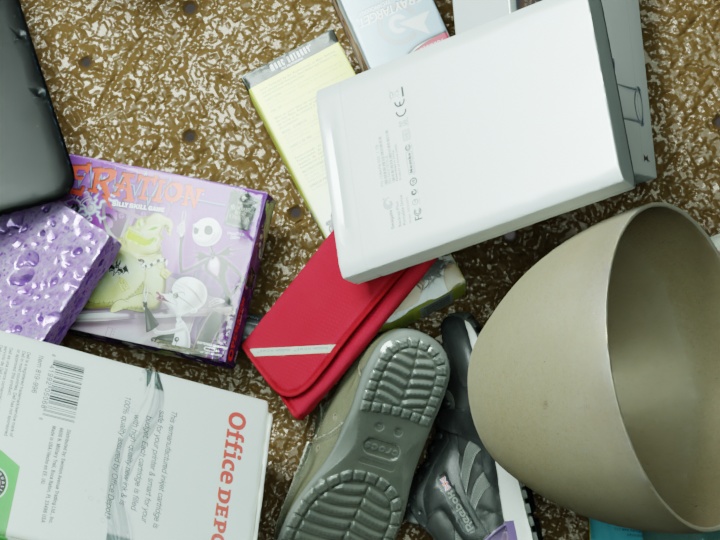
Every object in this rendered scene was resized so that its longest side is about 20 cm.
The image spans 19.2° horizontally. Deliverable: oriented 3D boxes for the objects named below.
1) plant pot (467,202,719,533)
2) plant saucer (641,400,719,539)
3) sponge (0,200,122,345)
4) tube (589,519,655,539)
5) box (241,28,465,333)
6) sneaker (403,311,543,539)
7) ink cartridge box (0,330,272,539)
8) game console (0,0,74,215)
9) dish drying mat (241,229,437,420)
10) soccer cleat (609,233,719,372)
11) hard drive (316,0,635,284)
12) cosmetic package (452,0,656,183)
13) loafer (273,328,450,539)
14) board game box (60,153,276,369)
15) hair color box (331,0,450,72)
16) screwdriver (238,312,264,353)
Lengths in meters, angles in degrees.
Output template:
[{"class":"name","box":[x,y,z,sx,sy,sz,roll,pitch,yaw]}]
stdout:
[{"class":"plant pot","box":[0.146,0.071,1.329,0.134,0.200,0.202,-14,77,34]},{"class":"plant saucer","box":[0.282,0.152,1.389,0.198,0.036,0.202,1,74,-5]},{"class":"sponge","box":[-0.267,-0.025,1.448,0.199,0.030,0.112,33,88,21]},{"class":"tube","box":[0.180,0.219,1.396,0.077,0.050,0.202,8,75,-9]},{"class":"box","box":[-0.004,-0.058,1.454,0.075,0.050,0.201,-28,79,-2]},{"class":"sneaker","box":[0.063,0.130,1.403,0.087,0.076,0.202,-13,81,6]},{"class":"ink cartridge box","box":[-0.167,0.138,1.359,0.198,0.083,0.147,16,53,-12]},{"class":"game console","box":[-0.310,-0.099,1.456,0.176,0.116,0.201,-37,64,39]},{"class":"dish drying mat","box":[0.000,0.000,1.388,0.200,0.018,0.077,-51,53,17]},{"class":"soccer cleat","box":[0.230,0.008,1.414,0.199,0.078,0.070,-24,79,-1]},{"class":"hard drive","box":[0.068,-0.083,1.330,0.199,0.027,0.133,-19,67,28]},{"class":"cosmetic package","box":[0.127,-0.162,1.419,0.051,0.150,0.202,-13,77,39]},{"class":"loafer","box":[0.000,0.125,1.408,0.075,0.070,0.201,25,101,-15]},{"class":"board game box","box":[-0.166,-0.012,1.451,0.198,0.032,0.121,11,76,15]},{"class":"hair color box","box":[0.015,-0.181,1.451,0.060,0.099,0.201,-24,79,-1]},{"class":"screwdriver","box":[-0.016,0.061,1.452,0.198,0.029,0.028,18,80,-3]}]
